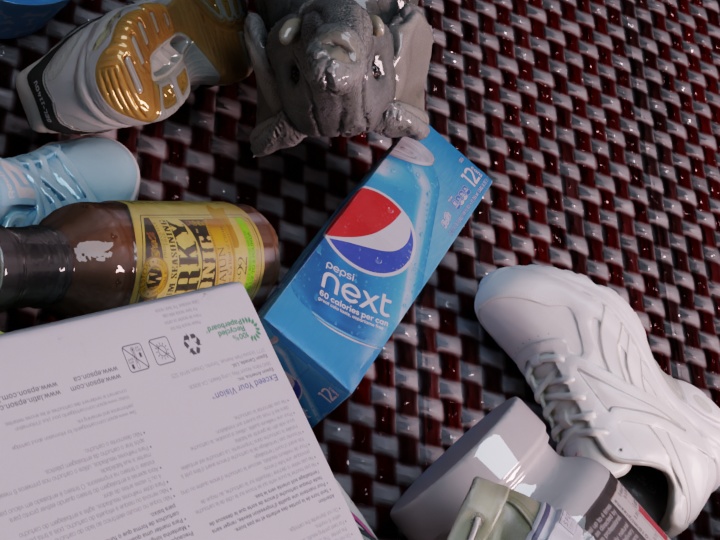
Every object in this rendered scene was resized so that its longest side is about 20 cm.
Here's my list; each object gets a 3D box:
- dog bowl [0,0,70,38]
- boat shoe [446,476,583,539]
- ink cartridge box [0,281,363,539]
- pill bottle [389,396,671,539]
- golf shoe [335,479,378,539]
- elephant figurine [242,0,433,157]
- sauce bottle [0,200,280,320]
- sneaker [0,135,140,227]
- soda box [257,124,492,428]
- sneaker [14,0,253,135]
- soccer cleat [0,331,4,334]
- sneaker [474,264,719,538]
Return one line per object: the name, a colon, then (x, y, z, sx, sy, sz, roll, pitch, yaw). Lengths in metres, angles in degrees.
dog bowl: (-0.238, -0.217, 0.841, 0.200, 0.050, 0.111, 49, 47, 3)
boat shoe: (0.033, 0.193, 0.698, 0.062, 0.072, 0.201, 30, 86, 9)
ink cartridge box: (-0.079, 0.112, 0.602, 0.196, 0.043, 0.201, -12, 73, -55)
pill bottle: (0.115, 0.172, 0.775, 0.200, 0.116, 0.116, 49, 47, 2)
golf shoe: (-0.061, 0.111, 0.743, 0.200, 0.073, 0.092, 47, 13, 10)
elephant figurine: (-0.018, -0.123, 0.831, 0.155, 0.141, 0.201, 32, 43, -39)
sauce bottle: (-0.119, -0.003, 0.731, 0.199, 0.065, 0.065, -6, 63, -57)
sneaker: (-0.176, -0.026, 0.734, 0.074, 0.082, 0.200, 49, 47, 3)
soda box: (0.000, 0.000, 0.844, 0.064, 0.068, 0.200, 40, 47, -5)
sneaker: (-0.127, -0.128, 0.841, 0.200, 0.087, 0.076, -42, 118, -64)
soccer cleat: (-0.153, 0.058, 0.645, 0.200, 0.064, 0.084, 50, 53, -16)
sneaker: (0.141, 0.081, 0.883, 0.200, 0.078, 0.100, 41, 51, -3)
